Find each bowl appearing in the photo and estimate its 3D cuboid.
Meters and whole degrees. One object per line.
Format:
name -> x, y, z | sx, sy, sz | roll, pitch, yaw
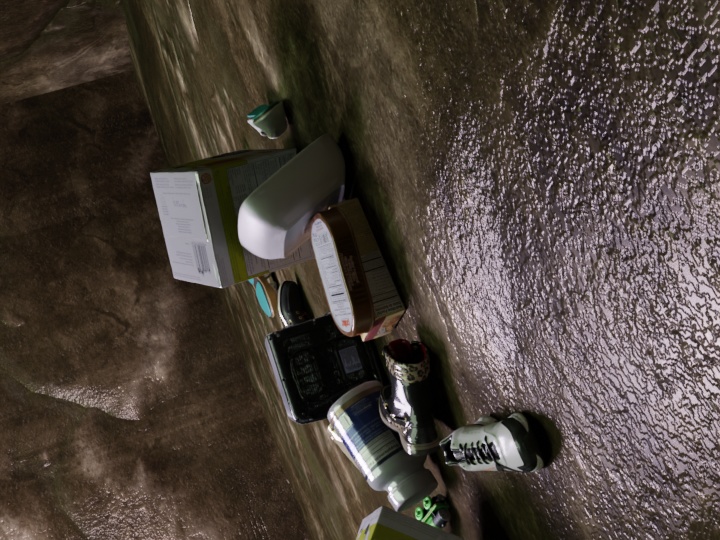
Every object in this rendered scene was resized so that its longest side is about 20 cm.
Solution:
bowl -> -0.098, -0.102, 1.498 | 0.075, 0.200, 0.200 | 46, 162, 9

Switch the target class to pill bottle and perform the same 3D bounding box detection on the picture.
pill bottle -> 0.040, 0.291, 1.562 | 0.200, 0.111, 0.111 | 55, 160, 23

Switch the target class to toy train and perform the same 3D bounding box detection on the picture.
toy train -> 0.092, 0.456, 1.593 | 0.200, 0.042, 0.056 | -59, 36, 29

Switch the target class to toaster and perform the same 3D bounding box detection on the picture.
toaster -> -0.061, 0.179, 1.706 | 0.119, 0.180, 0.200 | 139, 112, -77

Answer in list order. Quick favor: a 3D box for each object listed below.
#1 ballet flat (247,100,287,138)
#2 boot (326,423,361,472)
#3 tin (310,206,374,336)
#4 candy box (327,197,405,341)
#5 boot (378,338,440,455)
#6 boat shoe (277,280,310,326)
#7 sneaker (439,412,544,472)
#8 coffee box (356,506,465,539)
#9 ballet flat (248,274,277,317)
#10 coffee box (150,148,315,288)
ballet flat -> -0.168, -0.279, 1.774 | 0.200, 0.069, 0.070 | -150, 44, -74
boot -> 0.005, 0.326, 1.783 | 0.155, 0.073, 0.200 | 47, 164, 17
tin -> -0.030, 0.004, 1.448 | 0.112, 0.042, 0.201 | 166, 88, -73
candy box -> 0.000, 0.000, 1.503 | 0.115, 0.055, 0.200 | 114, 135, -67
boot -> 0.068, 0.177, 1.448 | 0.200, 0.073, 0.151 | -120, 22, -70
boat shoe -> -0.137, 0.118, 2.131 | 0.063, 0.074, 0.202 | -15, 82, 40
sneaker -> 0.160, 0.222, 1.164 | 0.200, 0.080, 0.074 | 140, 112, -72
coffee box -> 0.074, 0.482, 1.371 | 0.200, 0.200, 0.198 | 110, -177, -68
ballet flat -> -0.249, 0.029, 2.415 | 0.200, 0.063, 0.069 | 56, 151, 25
coffee box -> -0.222, -0.099, 1.656 | 0.199, 0.197, 0.201 | 9, 114, 55
